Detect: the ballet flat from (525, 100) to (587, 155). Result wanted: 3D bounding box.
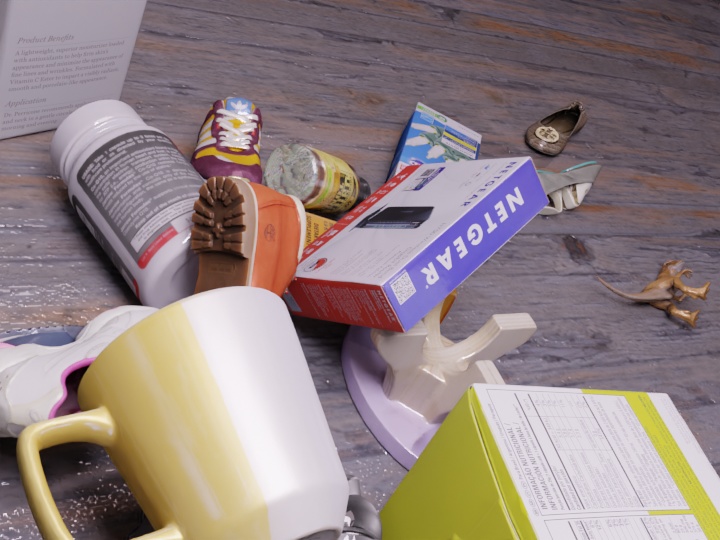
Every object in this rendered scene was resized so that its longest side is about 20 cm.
[{"bbox_3d":[0.320,-0.233,1.487,0.067,0.047,0.200,38,37,14],"label":"ballet flat"}]

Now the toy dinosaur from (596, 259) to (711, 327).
[{"bbox_3d":[0.394,0.032,1.222,0.106,0.061,0.199,21,22,33],"label":"toy dinosaur"}]

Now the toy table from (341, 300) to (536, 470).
[{"bbox_3d":[0.067,0.086,0.870,0.183,0.118,0.200,-11,52,-42],"label":"toy table"}]

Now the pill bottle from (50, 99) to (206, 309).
[{"bbox_3d":[-0.201,-0.063,0.871,0.113,0.114,0.200,-14,54,-44],"label":"pill bottle"}]

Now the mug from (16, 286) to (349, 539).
[{"bbox_3d":[-0.098,0.125,0.587,0.185,0.150,0.154,-27,65,-9],"label":"mug"}]

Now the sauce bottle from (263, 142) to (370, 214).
[{"bbox_3d":[-0.037,-0.095,1.011,0.065,0.065,0.200,40,13,16],"label":"sauce bottle"}]

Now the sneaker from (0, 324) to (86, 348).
[{"bbox_3d":[-0.277,0.093,0.688,0.199,0.070,0.083,-11,77,-46],"label":"sneaker"}]

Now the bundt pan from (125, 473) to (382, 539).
[{"bbox_3d":[-0.064,0.200,0.676,0.200,0.076,0.203,19,37,-15],"label":"bundt pan"}]

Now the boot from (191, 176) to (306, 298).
[{"bbox_3d":[-0.093,0.025,0.798,0.074,0.202,0.107,12,6,32],"label":"boot"}]

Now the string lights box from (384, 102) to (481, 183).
[{"bbox_3d":[0.092,-0.129,1.197,0.102,0.059,0.201,26,36,-6],"label":"string lights box"}]

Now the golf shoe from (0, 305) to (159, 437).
[{"bbox_3d":[-0.187,0.079,0.689,0.091,0.076,0.200,7,18,30],"label":"golf shoe"}]

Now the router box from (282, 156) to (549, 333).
[{"bbox_3d":[0.043,-0.029,0.849,0.200,0.179,0.049,-40,114,-27],"label":"router box"}]

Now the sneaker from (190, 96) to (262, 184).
[{"bbox_3d":[-0.137,-0.134,0.966,0.074,0.091,0.200,12,13,-19],"label":"sneaker"}]

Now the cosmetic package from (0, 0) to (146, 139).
[{"bbox_3d":[-0.342,-0.272,0.957,0.165,0.201,0.164,43,38,20],"label":"cosmetic package"}]

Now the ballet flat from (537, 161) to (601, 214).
[{"bbox_3d":[0.279,-0.112,1.314,0.199,0.067,0.064,-11,78,-41],"label":"ballet flat"}]

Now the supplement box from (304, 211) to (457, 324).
[{"bbox_3d":[0.000,0.000,0.972,0.198,0.069,0.067,18,38,-18],"label":"supplement box"}]

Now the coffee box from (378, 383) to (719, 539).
[{"bbox_3d":[0.147,0.225,0.682,0.196,0.201,0.201,6,42,-27],"label":"coffee box"}]
